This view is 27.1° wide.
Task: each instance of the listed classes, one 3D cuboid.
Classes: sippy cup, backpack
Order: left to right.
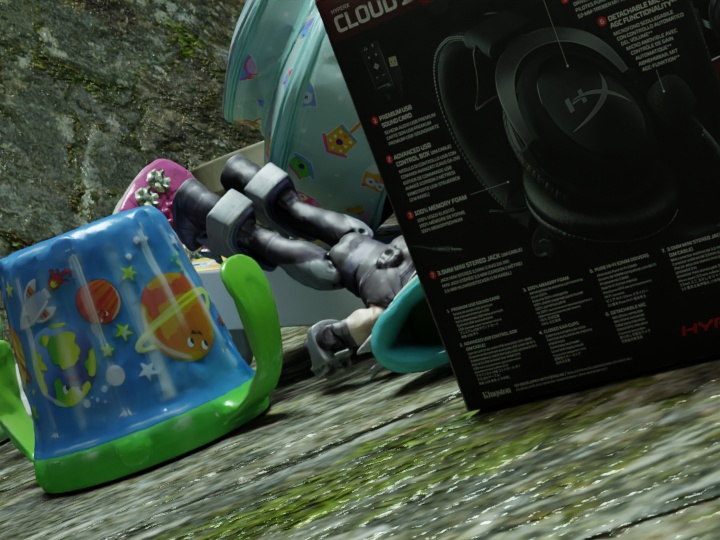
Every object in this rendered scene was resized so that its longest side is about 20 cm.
[{"bbox_3d":[-0.135,0.038,0.828,0.177,0.131,0.140,-21,3,-5],"label":"sippy cup"},{"bbox_3d":[-0.007,-0.130,0.959,0.153,0.200,0.176,13,-24,-4],"label":"backpack"}]

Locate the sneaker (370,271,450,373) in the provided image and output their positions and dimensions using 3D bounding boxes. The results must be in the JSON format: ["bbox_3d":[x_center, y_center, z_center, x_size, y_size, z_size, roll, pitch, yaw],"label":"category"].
[{"bbox_3d":[0.087,0.003,0.691,0.200,0.078,0.080,-30,1,39],"label":"sneaker"}]

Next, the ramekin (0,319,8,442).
[{"bbox_3d":[-0.371,0.114,1.204,0.200,0.098,0.200,-20,4,1],"label":"ramekin"}]

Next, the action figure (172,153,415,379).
[{"bbox_3d":[-0.008,-0.007,0.843,0.200,0.069,0.130,26,53,30],"label":"action figure"}]

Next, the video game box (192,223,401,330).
[{"bbox_3d":[0.000,0.000,0.978,0.200,0.047,0.182,-4,6,13],"label":"video game box"}]

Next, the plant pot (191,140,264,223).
[{"bbox_3d":[-0.080,-0.074,1.782,0.200,0.174,0.200,-19,4,1],"label":"plant pot"}]

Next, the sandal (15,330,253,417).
[{"bbox_3d":[-0.156,0.070,1.035,0.202,0.083,0.050,-10,-36,24],"label":"sandal"}]

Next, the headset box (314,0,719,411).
[{"bbox_3d":[0.083,-0.061,0.581,0.149,0.200,0.077,-18,4,35],"label":"headset box"}]

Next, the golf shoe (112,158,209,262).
[{"bbox_3d":[-0.153,0.017,0.984,0.075,0.200,0.091,30,-39,-30],"label":"golf shoe"}]
